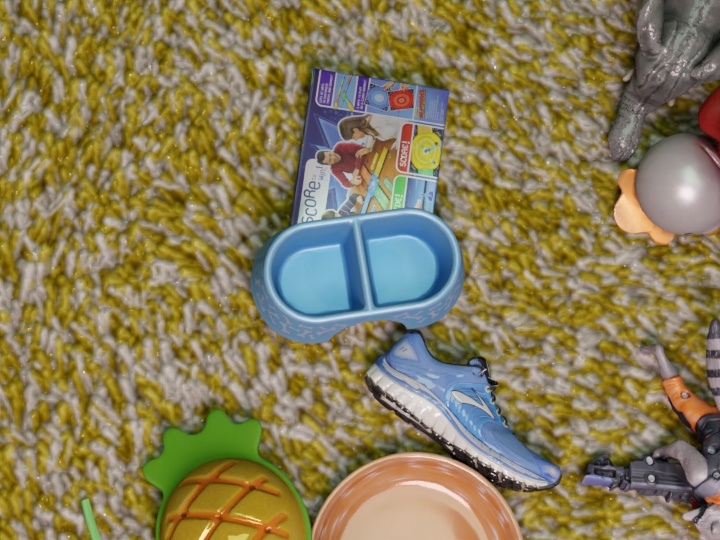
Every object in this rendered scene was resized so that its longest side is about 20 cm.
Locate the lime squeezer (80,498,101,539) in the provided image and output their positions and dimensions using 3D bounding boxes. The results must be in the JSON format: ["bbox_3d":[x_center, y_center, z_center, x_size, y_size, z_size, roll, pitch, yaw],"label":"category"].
[{"bbox_3d":[-0.185,0.286,1.430,0.199,0.038,0.071,37,76,4],"label":"lime squeezer"}]

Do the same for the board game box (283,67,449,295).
[{"bbox_3d":[0.005,-0.082,1.535,0.134,0.034,0.202,9,76,-3],"label":"board game box"}]

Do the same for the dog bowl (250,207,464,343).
[{"bbox_3d":[0.000,0.000,1.473,0.198,0.050,0.113,-8,79,-6],"label":"dog bowl"}]

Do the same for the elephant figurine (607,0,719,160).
[{"bbox_3d":[0.306,-0.222,1.538,0.140,0.155,0.201,6,59,30],"label":"elephant figurine"}]

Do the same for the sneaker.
[{"bbox_3d":[0.105,0.126,1.477,0.199,0.079,0.089,37,78,3],"label":"sneaker"}]

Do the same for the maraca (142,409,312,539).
[{"bbox_3d":[-0.117,0.215,1.422,0.136,0.107,0.201,-20,60,-6],"label":"maraca"}]

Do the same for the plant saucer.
[{"bbox_3d":[0.049,0.265,1.460,0.198,0.037,0.202,1,78,-6],"label":"plant saucer"}]

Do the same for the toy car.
[{"bbox_3d":[0.337,-0.076,1.531,0.199,0.185,0.178,-29,104,27],"label":"toy car"}]

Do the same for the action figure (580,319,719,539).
[{"bbox_3d":[0.303,0.153,1.482,0.198,0.105,0.195,-1,67,-10],"label":"action figure"}]
